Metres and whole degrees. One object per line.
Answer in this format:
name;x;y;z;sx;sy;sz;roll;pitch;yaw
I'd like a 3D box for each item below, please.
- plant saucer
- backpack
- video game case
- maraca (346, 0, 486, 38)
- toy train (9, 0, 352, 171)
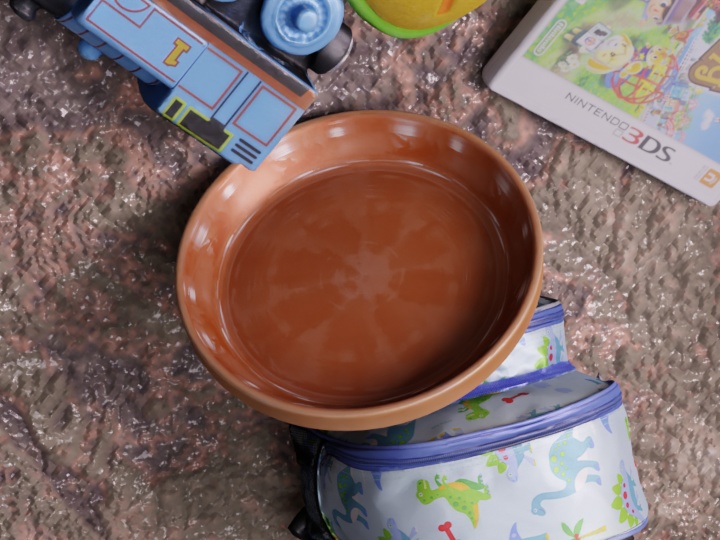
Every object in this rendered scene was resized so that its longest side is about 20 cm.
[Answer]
plant saucer;0.000;0.000;1.155;0.199;0.201;0.032;-27;145;-9
backpack;0.057;0.094;1.205;0.182;0.200;0.148;-14;99;-14
video game case;0.198;-0.144;1.229;0.181;0.022;0.200;24;120;-28
maraca;0.050;-0.217;1.132;0.201;0.107;0.137;-59;138;-11
toy train;-0.097;-0.145;1.113;0.199;0.087;0.114;34;102;-30
